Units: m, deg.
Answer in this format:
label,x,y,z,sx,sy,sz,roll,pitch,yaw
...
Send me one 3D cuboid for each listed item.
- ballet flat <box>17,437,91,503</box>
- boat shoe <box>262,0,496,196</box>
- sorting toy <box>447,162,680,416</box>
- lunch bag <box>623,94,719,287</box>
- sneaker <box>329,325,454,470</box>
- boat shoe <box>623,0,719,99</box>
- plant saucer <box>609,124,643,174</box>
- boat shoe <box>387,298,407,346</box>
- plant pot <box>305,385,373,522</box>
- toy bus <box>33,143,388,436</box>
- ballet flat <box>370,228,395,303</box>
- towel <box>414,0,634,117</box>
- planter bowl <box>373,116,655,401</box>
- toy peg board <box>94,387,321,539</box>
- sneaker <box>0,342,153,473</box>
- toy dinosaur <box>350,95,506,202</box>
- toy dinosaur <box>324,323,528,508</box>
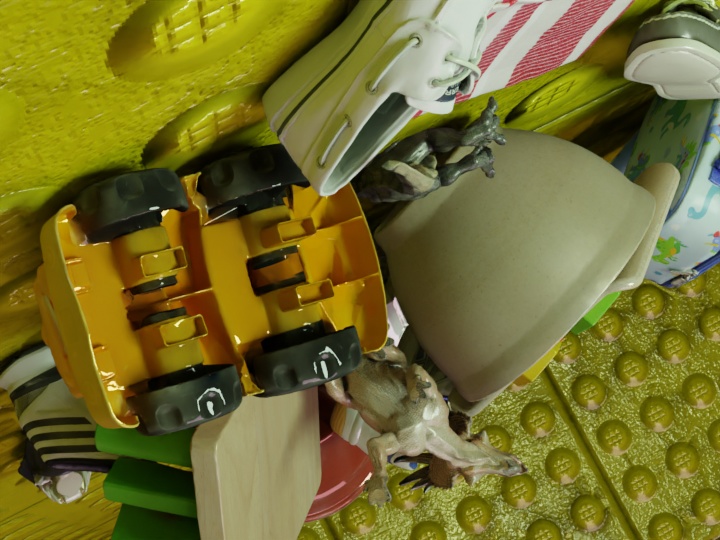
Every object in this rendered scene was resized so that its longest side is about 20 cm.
label,x,y,z,sx,sy,sz,roll,pitch,yaw
ballet flat,-0.296,0.192,1.156,0.073,0.073,0.200,-24,169,-21
boat shoe,0.031,-0.107,0.576,0.073,0.067,0.200,-18,165,-44
sorting toy,0.164,0.019,0.924,0.200,0.036,0.185,-44,-174,39
lunch bag,0.288,-0.092,1.003,0.161,0.082,0.201,128,-14,-67
sneaker,0.062,0.090,0.989,0.200,0.088,0.076,-45,159,-35
boat shoe,0.233,-0.163,0.852,0.072,0.061,0.201,2,-179,24
plant saucer,0.277,-0.095,1.186,0.200,0.027,0.200,-45,163,-17
boat shoe,0.044,0.059,1.174,0.069,0.071,0.201,-16,132,-1
plant pot,-0.068,0.117,1.091,0.200,0.202,0.195,-26,162,-10
toy bus,-0.115,0.019,0.693,0.199,0.137,0.191,-16,180,-43
ballet flat,0.000,0.000,1.004,0.068,0.068,0.200,-30,170,14
towel,0.092,-0.138,0.714,0.199,0.023,0.144,-23,169,-29
planter bowl,0.096,-0.026,0.859,0.200,0.135,0.200,-47,-175,5
toy peg board,-0.104,0.132,0.846,0.097,0.201,0.200,7,-147,13
sneaker,-0.154,0.085,0.881,0.199,0.116,0.076,-25,169,-18
toy dinosaur,0.040,-0.064,0.700,0.088,0.048,0.200,-20,-175,-7
toy dinosaur,0.023,0.094,0.864,0.086,0.200,0.135,-40,165,8
